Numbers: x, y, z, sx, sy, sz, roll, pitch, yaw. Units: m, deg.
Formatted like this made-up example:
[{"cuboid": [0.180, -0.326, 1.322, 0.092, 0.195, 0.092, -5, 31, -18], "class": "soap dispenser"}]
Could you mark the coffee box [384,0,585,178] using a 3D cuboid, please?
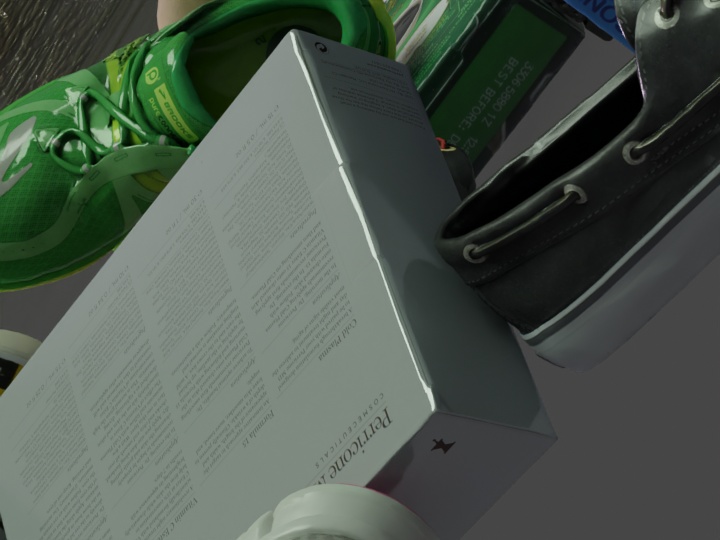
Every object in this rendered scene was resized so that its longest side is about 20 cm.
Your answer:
[{"cuboid": [0.037, -0.089, 1.102, 0.123, 0.044, 0.200, -52, 12, 15], "class": "coffee box"}]

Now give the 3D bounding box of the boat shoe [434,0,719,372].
[{"cuboid": [0.090, -0.056, 0.712, 0.200, 0.066, 0.070, -48, 13, 36], "class": "boat shoe"}]

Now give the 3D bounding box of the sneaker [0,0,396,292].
[{"cuboid": [-0.081, -0.061, 1.031, 0.200, 0.074, 0.084, -30, -7, -1], "class": "sneaker"}]

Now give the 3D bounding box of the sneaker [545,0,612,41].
[{"cuboid": [0.087, -0.151, 1.001, 0.091, 0.076, 0.200, -48, 14, 17], "class": "sneaker"}]

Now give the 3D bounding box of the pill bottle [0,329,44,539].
[{"cuboid": [-0.153, 0.096, 0.990, 0.113, 0.112, 0.200, -52, 10, 18], "class": "pill bottle"}]

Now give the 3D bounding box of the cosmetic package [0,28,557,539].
[{"cuboid": [-0.037, 0.050, 0.824, 0.200, 0.052, 0.151, -48, 42, 32], "class": "cosmetic package"}]

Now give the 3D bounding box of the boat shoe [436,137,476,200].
[{"cuboid": [0.000, 0.003, 0.963, 0.201, 0.063, 0.074, 115, 159, -73], "class": "boat shoe"}]

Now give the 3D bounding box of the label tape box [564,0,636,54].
[{"cuboid": [0.080, -0.179, 0.915, 0.066, 0.143, 0.200, -47, 14, 36], "class": "label tape box"}]

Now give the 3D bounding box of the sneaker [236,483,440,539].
[{"cuboid": [-0.055, 0.144, 0.733, 0.200, 0.074, 0.087, -46, 8, 23], "class": "sneaker"}]

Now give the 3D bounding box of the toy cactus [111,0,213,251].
[{"cuboid": [-0.068, -0.075, 1.154, 0.200, 0.102, 0.165, -27, -60, -53], "class": "toy cactus"}]
